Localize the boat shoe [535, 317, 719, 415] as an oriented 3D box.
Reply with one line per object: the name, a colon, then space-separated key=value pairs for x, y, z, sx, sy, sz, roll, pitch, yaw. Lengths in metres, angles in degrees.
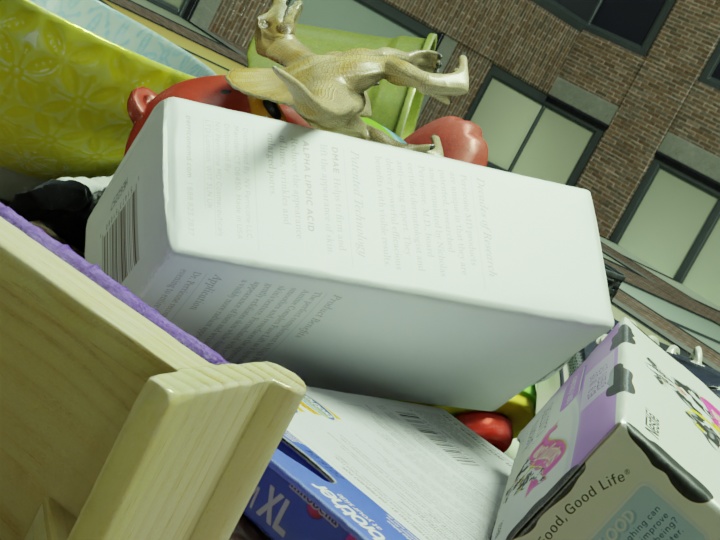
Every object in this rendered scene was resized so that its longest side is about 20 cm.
boat shoe: x=0.135 y=0.057 z=0.655 sx=0.201 sy=0.092 sz=0.075 roll=-81 pitch=153 yaw=-51

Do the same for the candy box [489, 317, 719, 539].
candy box: x=0.143 y=0.119 z=0.464 sx=0.200 sy=0.072 sz=0.168 roll=41 pitch=15 yaw=3

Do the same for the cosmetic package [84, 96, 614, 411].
cosmetic package: x=-0.005 y=0.000 z=0.559 sx=0.198 sy=0.102 sz=0.075 roll=9 pitch=60 yaw=-27

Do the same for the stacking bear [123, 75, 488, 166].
stacking bear: x=-0.029 y=-0.036 z=0.660 sx=0.199 sy=0.113 sz=0.122 roll=20 pitch=49 yaw=-47

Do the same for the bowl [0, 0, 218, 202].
bowl: x=-0.185 y=-0.101 z=0.717 sx=0.199 sy=0.108 sz=0.200 roll=27 pitch=10 yaw=-5

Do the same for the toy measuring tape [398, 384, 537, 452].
toy measuring tape: x=0.031 y=0.047 z=0.644 sx=0.199 sy=0.074 sz=0.073 roll=26 pitch=8 yaw=-45

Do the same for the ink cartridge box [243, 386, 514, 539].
ink cartridge box: x=0.015 y=0.088 z=0.502 sx=0.119 sy=0.042 sz=0.199 roll=34 pitch=7 yaw=35

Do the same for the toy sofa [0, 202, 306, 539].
toy sofa: x=-0.114 y=0.016 z=0.379 sx=0.199 sy=0.083 sz=0.097 roll=32 pitch=11 yaw=22

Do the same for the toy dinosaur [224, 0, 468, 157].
toy dinosaur: x=-0.009 y=-0.074 z=0.576 sx=0.100 sy=0.059 sz=0.200 roll=8 pitch=18 yaw=-10

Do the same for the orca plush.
orca plush: x=-0.087 y=-0.025 z=0.700 sx=0.071 sy=0.105 sz=0.200 roll=55 pitch=17 yaw=14

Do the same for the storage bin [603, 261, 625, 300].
storage bin: x=0.107 y=-0.010 z=1.136 sx=0.200 sy=0.094 sz=0.135 roll=34 pitch=11 yaw=37

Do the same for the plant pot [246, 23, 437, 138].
plant pot: x=-0.033 y=-0.178 z=1.415 sx=0.183 sy=0.202 sz=0.200 roll=17 pitch=9 yaw=3
